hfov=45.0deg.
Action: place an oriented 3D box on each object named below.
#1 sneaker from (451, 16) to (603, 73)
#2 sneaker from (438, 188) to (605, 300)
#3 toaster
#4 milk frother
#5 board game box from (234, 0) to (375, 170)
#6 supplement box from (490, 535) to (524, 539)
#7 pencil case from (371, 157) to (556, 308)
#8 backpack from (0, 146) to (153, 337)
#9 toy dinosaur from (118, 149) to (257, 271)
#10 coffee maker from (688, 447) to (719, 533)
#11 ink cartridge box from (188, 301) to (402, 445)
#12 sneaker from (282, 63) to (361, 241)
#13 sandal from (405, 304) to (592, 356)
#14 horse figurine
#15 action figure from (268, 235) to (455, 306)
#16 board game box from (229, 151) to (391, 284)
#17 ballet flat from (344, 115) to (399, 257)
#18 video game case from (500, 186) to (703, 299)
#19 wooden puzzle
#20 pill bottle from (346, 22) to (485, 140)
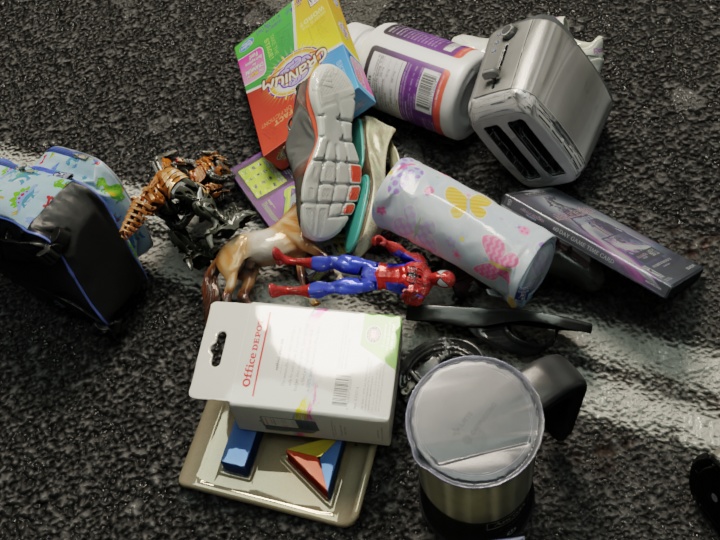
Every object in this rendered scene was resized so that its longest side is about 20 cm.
[{"bbox_3d":[0.216,-0.286,1.117,0.198,0.100,0.075,17,31,13],"label":"sneaker"},{"bbox_3d":[0.164,0.000,0.973,0.199,0.076,0.116,32,78,29],"label":"sneaker"},{"bbox_3d":[0.214,-0.189,1.028,0.113,0.200,0.130,-2,54,48],"label":"toaster"},{"bbox_3d":[0.092,0.131,0.819,0.199,0.189,0.181,32,66,25],"label":"milk frother"},{"bbox_3d":[-0.075,-0.249,1.101,0.152,0.040,0.201,-32,55,21],"label":"board game box"},{"bbox_3d":[0.076,0.343,0.679,0.133,0.201,0.201,-7,56,2],"label":"supplement box"},{"bbox_3d":[0.108,-0.042,0.921,0.199,0.091,0.083,33,56,21],"label":"pencil case"},{"bbox_3d":[-0.351,-0.048,1.004,0.199,0.184,0.147,17,57,29],"label":"backpack"},{"bbox_3d":[-0.208,-0.074,1.014,0.136,0.102,0.200,48,57,0],"label":"toy dinosaur"},{"bbox_3d":[0.432,0.201,0.778,0.199,0.135,0.193,-29,81,-9],"label":"coffee maker"},{"bbox_3d":[-0.061,0.102,0.881,0.198,0.068,0.118,6,59,6],"label":"ink cartridge box"},{"bbox_3d":[-0.050,-0.129,0.996,0.082,0.077,0.202,-7,75,50],"label":"sneaker"},{"bbox_3d":[0.147,0.066,0.934,0.199,0.075,0.048,3,85,19],"label":"sandal"},{"bbox_3d":[-0.105,-0.007,0.996,0.199,0.050,0.133,-24,66,3],"label":"horse figurine"},{"bbox_3d":[0.000,0.000,0.906,0.198,0.099,0.066,2,75,6],"label":"action figure"},{"bbox_3d":[-0.065,-0.083,1.074,0.120,0.032,0.200,-33,60,-8],"label":"board game box"},{"bbox_3d":[0.020,-0.100,1.025,0.062,0.067,0.201,13,59,-18],"label":"ballet flat"},{"bbox_3d":[0.265,-0.036,0.949,0.199,0.019,0.142,34,25,25],"label":"video game case"},{"bbox_3d":[-0.077,0.155,0.913,0.198,0.046,0.186,9,60,14],"label":"wooden puzzle"},{"bbox_3d":[0.062,-0.250,1.109,0.199,0.112,0.112,27,65,28],"label":"pill bottle"}]
